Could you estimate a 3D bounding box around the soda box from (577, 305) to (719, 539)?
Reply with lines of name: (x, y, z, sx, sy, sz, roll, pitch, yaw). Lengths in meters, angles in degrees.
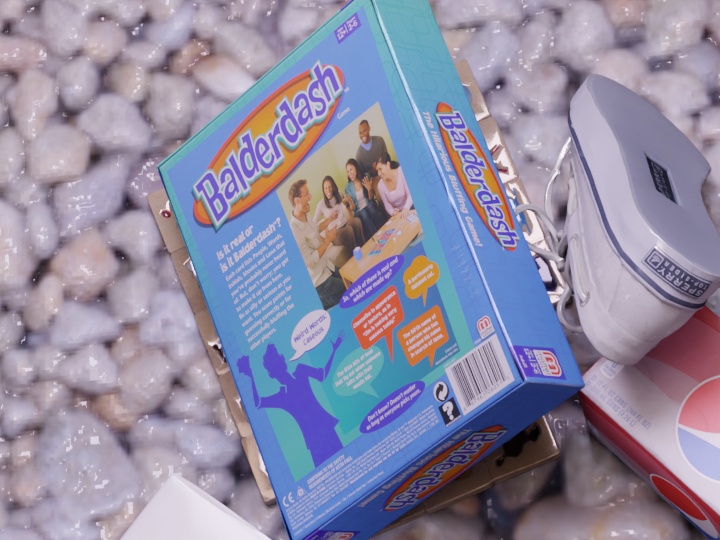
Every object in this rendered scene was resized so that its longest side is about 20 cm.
soda box: (0.186, 0.099, 1.232, 0.070, 0.063, 0.200, -45, 68, -9)

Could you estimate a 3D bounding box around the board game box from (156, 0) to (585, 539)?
board game box: (0.000, 0.000, 1.264, 0.152, 0.045, 0.201, -37, 63, 34)

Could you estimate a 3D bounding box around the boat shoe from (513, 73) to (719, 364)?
boat shoe: (0.109, -0.014, 1.254, 0.074, 0.202, 0.086, 32, 111, -17)

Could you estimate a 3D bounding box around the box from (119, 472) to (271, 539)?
box: (-0.091, 0.205, 1.206, 0.097, 0.124, 0.200, 34, 78, 19)

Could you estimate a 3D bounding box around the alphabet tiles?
alphabet tiles: (0.010, 0.017, 1.325, 0.166, 0.008, 0.201, -23, 67, 0)
